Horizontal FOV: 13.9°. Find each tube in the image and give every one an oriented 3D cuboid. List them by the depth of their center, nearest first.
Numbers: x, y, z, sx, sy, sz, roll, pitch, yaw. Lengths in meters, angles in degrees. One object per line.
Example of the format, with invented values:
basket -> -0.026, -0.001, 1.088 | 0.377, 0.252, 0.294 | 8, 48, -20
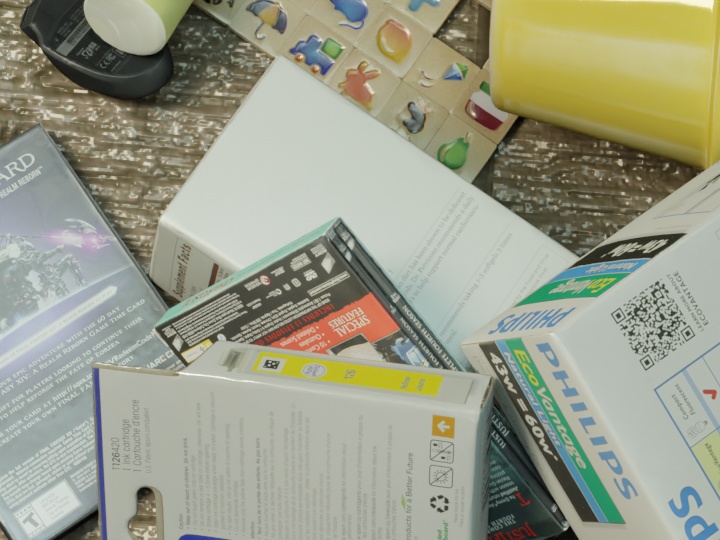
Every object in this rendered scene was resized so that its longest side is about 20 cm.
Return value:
tube -> -0.093, -0.208, 1.663 | 0.058, 0.052, 0.201 | 50, 49, -29

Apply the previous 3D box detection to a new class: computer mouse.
computer mouse -> -0.191, -0.153, 1.660 | 0.199, 0.034, 0.059 | 34, 59, 12

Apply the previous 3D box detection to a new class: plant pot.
plant pot -> 0.170, -0.146, 1.613 | 0.187, 0.201, 0.202 | 6, 73, 7

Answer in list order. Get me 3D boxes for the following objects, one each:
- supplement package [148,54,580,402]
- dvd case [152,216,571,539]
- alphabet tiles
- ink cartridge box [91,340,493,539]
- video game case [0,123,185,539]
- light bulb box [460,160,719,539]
supplement package -> 0.000, 0.000, 1.586 | 0.199, 0.117, 0.117 | 35, 73, 4
dvd case -> 0.001, 0.076, 1.524 | 0.200, 0.146, 0.022 | 51, 44, -11
alphabet tiles -> 0.006, -0.140, 1.686 | 0.199, 0.008, 0.168 | 34, 74, 5
ink cartridge box -> -0.034, 0.133, 1.509 | 0.199, 0.199, 0.047 | 9, 31, 14
video game case -> -0.179, 0.037, 1.609 | 0.142, 0.019, 0.200 | -33, 79, -14
light bulb box -> 0.193, 0.062, 1.465 | 0.199, 0.125, 0.199 | -33, 96, -19
